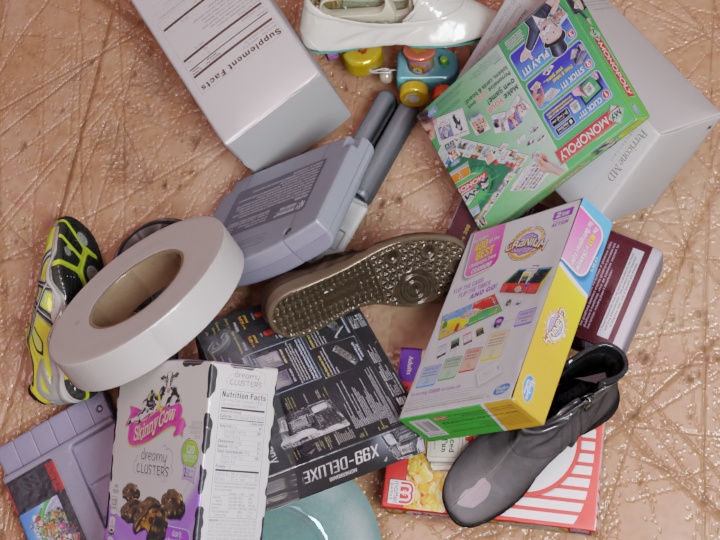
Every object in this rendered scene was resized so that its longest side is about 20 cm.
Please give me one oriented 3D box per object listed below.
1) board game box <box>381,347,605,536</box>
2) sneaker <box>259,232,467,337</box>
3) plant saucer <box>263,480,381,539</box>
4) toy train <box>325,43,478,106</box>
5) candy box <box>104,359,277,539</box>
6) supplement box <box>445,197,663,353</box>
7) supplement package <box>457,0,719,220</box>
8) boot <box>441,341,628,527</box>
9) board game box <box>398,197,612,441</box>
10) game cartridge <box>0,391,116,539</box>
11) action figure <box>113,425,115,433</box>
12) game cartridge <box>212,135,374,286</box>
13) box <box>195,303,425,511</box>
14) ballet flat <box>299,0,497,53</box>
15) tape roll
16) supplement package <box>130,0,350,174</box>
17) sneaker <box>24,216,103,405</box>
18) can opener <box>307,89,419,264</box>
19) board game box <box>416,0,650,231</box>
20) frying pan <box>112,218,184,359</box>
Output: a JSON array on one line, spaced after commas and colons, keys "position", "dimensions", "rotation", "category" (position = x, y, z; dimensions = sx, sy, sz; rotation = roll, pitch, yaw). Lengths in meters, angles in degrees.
[{"position": [0.127, 0.158, 1.307], "dimensions": [0.197, 0.046, 0.154], "rotation": [4, 74, 12], "category": "board game box"}, {"position": [0.000, 0.000, 1.311], "dimensions": [0.197, 0.071, 0.076], "rotation": [-16, 25, -10], "category": "sneaker"}, {"position": [-0.078, 0.263, 1.283], "dimensions": [0.198, 0.039, 0.204], "rotation": [0, 92, 3], "category": "plant saucer"}, {"position": [0.043, -0.255, 1.431], "dimensions": [0.199, 0.056, 0.150], "rotation": [37, 73, 24], "category": "toy train"}, {"position": [-0.152, 0.180, 1.229], "dimensions": [0.167, 0.071, 0.203], "rotation": [-5, 79, 53], "category": "candy box"}, {"position": [0.175, 0.001, 1.340], "dimensions": [0.198, 0.061, 0.110], "rotation": [23, 79, 16], "category": "supplement box"}, {"position": [0.212, -0.161, 1.321], "dimensions": [0.200, 0.119, 0.122], "rotation": [49, 130, 20], "category": "supplement package"}, {"position": [0.143, 0.137, 1.215], "dimensions": [0.200, 0.132, 0.070], "rotation": [-43, 72, -4], "category": "boot"}, {"position": [0.124, 0.044, 1.210], "dimensions": [0.040, 0.152, 0.202], "rotation": [37, 61, -24], "category": "board game box"}, {"position": [-0.265, 0.233, 1.368], "dimensions": [0.129, 0.038, 0.201], "rotation": [-28, 70, -3], "category": "game cartridge"}, {"position": [-0.132, 0.168, 1.346], "dimensions": [0.198, 0.070, 0.131], "rotation": [25, 72, 13], "category": "action figure"}, {"position": [-0.080, -0.050, 1.344], "dimensions": [0.199, 0.041, 0.134], "rotation": [-17, 36, 45], "category": "game cartridge"}, {"position": [-0.050, 0.108, 1.297], "dimensions": [0.156, 0.050, 0.201], "rotation": [-19, 47, -14], "category": "box"}, {"position": [0.036, -0.249, 1.356], "dimensions": [0.197, 0.070, 0.070], "rotation": [-3, 72, 9], "category": "ballet flat"}, {"position": [-0.198, 0.029, 1.296], "dimensions": [0.201, 0.037, 0.204], "rotation": [-29, 27, 16], "category": "tape roll"}, {"position": [-0.120, -0.216, 1.429], "dimensions": [0.119, 0.121, 0.201], "rotation": [-35, 70, 4], "category": "supplement package"}, {"position": [-0.306, 0.038, 1.416], "dimensions": [0.076, 0.075, 0.203], "rotation": [-19, 59, 27], "category": "sneaker"}, {"position": [-0.006, -0.092, 1.406], "dimensions": [0.052, 0.067, 0.201], "rotation": [27, 74, 16], "category": "can opener"}, {"position": [0.150, -0.139, 1.268], "dimensions": [0.200, 0.029, 0.136], "rotation": [-38, 75, 40], "category": "board game box"}, {"position": [-0.212, 0.023, 1.402], "dimensions": [0.113, 0.031, 0.192], "rotation": [2, 56, 20], "category": "frying pan"}]
